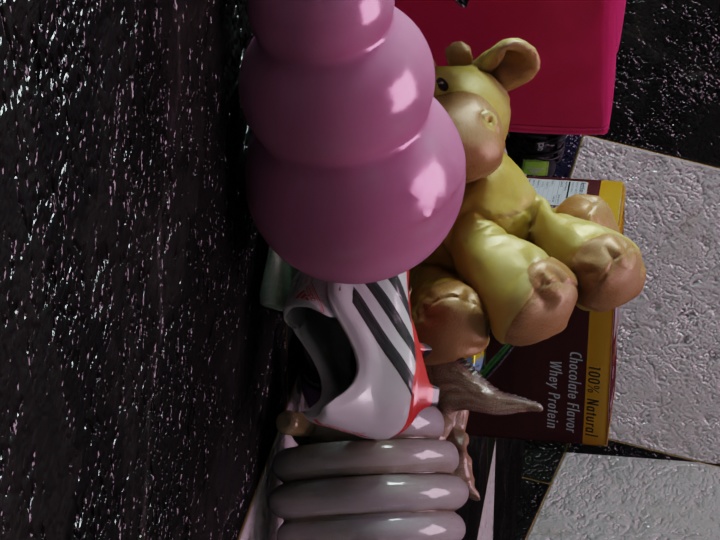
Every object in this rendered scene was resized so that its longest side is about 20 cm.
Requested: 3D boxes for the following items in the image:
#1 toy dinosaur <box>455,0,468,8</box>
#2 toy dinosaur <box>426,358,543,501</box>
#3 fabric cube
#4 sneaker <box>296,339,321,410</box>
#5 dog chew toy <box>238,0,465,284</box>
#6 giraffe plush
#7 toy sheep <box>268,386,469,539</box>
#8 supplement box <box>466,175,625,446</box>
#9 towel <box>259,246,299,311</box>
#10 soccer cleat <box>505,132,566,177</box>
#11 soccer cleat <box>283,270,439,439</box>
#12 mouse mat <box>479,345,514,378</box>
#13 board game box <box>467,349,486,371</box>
[{"bbox_3d":[-0.003,-0.194,1.337,0.136,0.102,0.200,53,24,7],"label":"toy dinosaur"},{"bbox_3d":[0.034,0.094,1.559,0.200,0.086,0.136,-33,-143,38],"label":"toy dinosaur"},{"bbox_3d":[0.082,-0.233,1.548,0.201,0.195,0.200,-76,166,-49],"label":"fabric cube"},{"bbox_3d":[0.000,0.000,1.514,0.088,0.075,0.201,69,25,-58],"label":"sneaker"},{"bbox_3d":[-0.011,-0.092,1.230,0.125,0.124,0.201,-77,160,-51],"label":"dog chew toy"},{"bbox_3d":[0.069,-0.054,1.409,0.200,0.172,0.163,26,-45,65],"label":"giraffe plush"},{"bbox_3d":[0.004,0.146,1.404,0.138,0.137,0.201,38,53,-81],"label":"toy sheep"},{"bbox_3d":[0.122,0.029,1.949,0.133,0.199,0.199,-64,156,-70],"label":"supplement box"},{"bbox_3d":[-0.036,-0.072,1.394,0.153,0.023,0.201,37,59,-80],"label":"towel"},{"bbox_3d":[0.137,-0.112,1.683,0.200,0.067,0.082,101,-5,-88],"label":"soccer cleat"},{"bbox_3d":[-0.009,0.000,1.330,0.069,0.085,0.201,-27,-114,50],"label":"soccer cleat"},{"bbox_3d":[0.070,0.111,1.796,0.200,0.008,0.161,-47,178,-7],"label":"mouse mat"},{"bbox_3d":[0.047,-0.026,1.716,0.103,0.104,0.201,0,93,-83],"label":"board game box"}]
